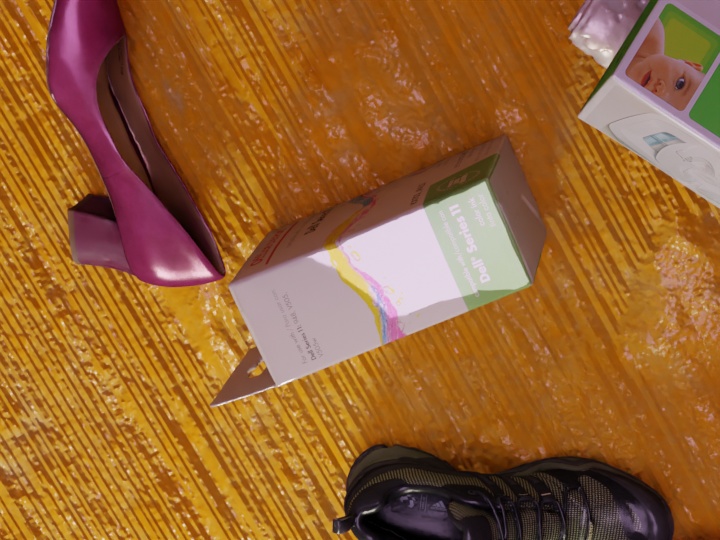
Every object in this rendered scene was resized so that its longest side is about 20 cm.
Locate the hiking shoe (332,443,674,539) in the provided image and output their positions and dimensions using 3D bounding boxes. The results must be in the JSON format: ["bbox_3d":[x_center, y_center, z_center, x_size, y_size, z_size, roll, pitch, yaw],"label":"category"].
[{"bbox_3d":[0.084,0.155,1.239,0.198,0.101,0.076,4,108,8],"label":"hiking shoe"}]

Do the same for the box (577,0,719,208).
[{"bbox_3d":[0.237,-0.119,1.055,0.176,0.097,0.201,34,81,1],"label":"box"}]

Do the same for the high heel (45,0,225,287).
[{"bbox_3d":[-0.124,-0.086,1.220,0.095,0.068,0.202,8,123,17],"label":"high heel"}]

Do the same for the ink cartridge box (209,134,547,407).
[{"bbox_3d":[0.000,0.000,1.199,0.199,0.117,0.068,-22,101,14],"label":"ink cartridge box"}]

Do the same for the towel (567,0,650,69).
[{"bbox_3d":[0.239,-0.148,1.120,0.199,0.032,0.192,33,83,-1],"label":"towel"}]
